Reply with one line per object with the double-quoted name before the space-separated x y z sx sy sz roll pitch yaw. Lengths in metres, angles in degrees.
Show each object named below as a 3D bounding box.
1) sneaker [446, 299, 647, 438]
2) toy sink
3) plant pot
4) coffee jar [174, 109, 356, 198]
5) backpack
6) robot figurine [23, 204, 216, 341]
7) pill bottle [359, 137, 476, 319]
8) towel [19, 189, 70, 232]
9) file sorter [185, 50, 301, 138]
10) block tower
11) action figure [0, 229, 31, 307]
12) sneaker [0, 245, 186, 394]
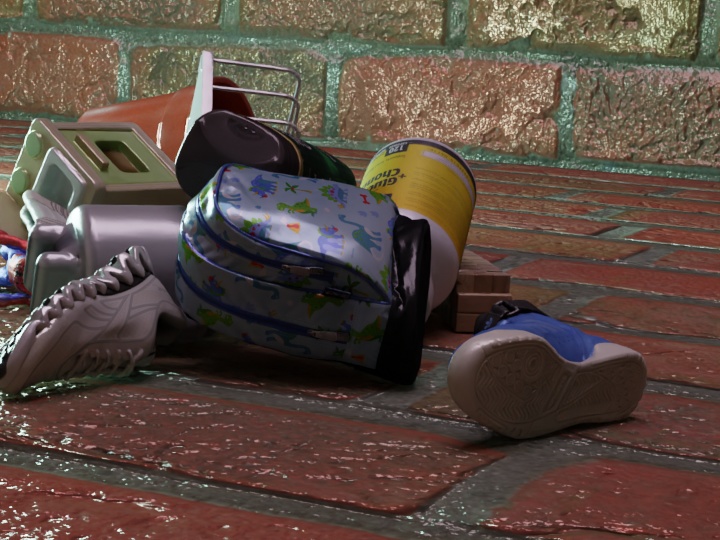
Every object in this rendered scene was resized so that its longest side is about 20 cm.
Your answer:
"sneaker" 0.105 0.067 1.207 0.199 0.077 0.111 1 13 -45
"toy sink" -0.299 -0.084 1.809 0.199 0.112 0.130 -5 41 -47
"plant pot" -0.258 -0.144 2.194 0.194 0.202 0.201 -2 5 24
"coffee jar" -0.081 -0.081 1.482 0.104 0.086 0.200 28 5 18
"backpack" -0.048 -0.004 1.336 0.199 0.155 0.164 2 38 7
"robot figurine" -0.181 0.001 1.428 0.199 0.113 0.170 0 40 -21
"pill bottle" 0.041 -0.028 1.552 0.111 0.113 0.200 5 35 10
"towel" -0.236 -0.022 1.637 0.192 0.035 0.200 22 2 -18
"file sorter" -0.137 -0.130 1.960 0.124 0.139 0.201 7 48 -10
"block tower" 0.098 0.016 1.648 0.057 0.054 0.200 2 9 -12
"action figure" -0.350 -0.005 1.590 0.098 0.066 0.200 6 5 -31
"sneaker" -0.198 0.048 1.262 0.075 0.081 0.200 -41 -2 34
